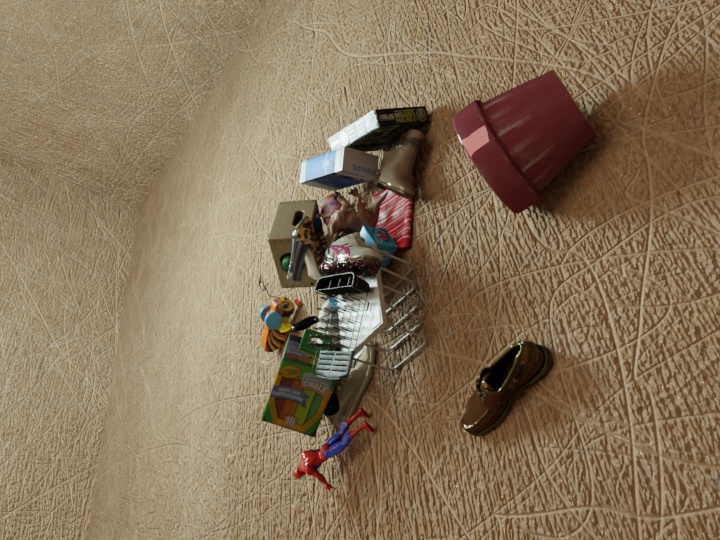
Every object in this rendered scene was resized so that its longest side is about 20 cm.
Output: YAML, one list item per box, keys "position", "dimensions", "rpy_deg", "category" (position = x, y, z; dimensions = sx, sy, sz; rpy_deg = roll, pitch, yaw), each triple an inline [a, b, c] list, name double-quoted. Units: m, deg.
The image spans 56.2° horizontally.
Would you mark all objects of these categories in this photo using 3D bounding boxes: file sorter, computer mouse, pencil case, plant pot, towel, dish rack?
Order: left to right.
- position: [-0.058, 0.104, 1.480]
  dimensions: [0.059, 0.198, 0.034]
  rpy_deg: [-159, 52, -73]
  category: "computer mouse"
- position: [-0.050, 0.110, 1.318]
  dimensions: [0.153, 0.054, 0.202]
  rpy_deg: [-11, 63, 59]
  category: "dish rack"
- position: [-0.047, -0.111, 1.673]
  dimensions: [0.088, 0.087, 0.201]
  rpy_deg: [-53, 33, 25]
  category: "pencil case"
- position: [0.041, 0.078, 1.365]
  dimensions: [0.139, 0.124, 0.201]
  rpy_deg: [-45, 37, 36]
  category: "file sorter"
- position: [0.069, -0.115, 1.546]
  dimensions: [0.144, 0.022, 0.202]
  rpy_deg: [-28, 49, 48]
  category: "towel"
- position: [0.280, -0.225, 1.122]
  dimensions: [0.178, 0.200, 0.201]
  rpy_deg: [-34, 42, 22]
  category: "plant pot"

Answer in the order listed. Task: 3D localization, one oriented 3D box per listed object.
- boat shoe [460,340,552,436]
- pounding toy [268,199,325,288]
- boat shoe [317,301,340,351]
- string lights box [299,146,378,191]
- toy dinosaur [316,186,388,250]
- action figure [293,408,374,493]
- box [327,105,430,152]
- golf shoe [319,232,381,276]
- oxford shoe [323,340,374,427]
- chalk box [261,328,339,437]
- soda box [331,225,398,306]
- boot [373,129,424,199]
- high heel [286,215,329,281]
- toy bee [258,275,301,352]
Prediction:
- position: [0.213, 0.183, 1.074]
  dimensions: [0.201, 0.067, 0.072]
  rpy_deg: [-55, 34, 24]
  category: "boat shoe"
- position: [-0.134, -0.043, 1.678]
  dimensions: [0.201, 0.140, 0.185]
  rpy_deg: [-83, -14, -50]
  category: "pounding toy"
- position: [-0.064, 0.161, 1.546]
  dimensions: [0.068, 0.072, 0.202]
  rpy_deg: [1, 70, 43]
  category: "boat shoe"
- position: [-0.054, -0.242, 1.634]
  dimensions: [0.199, 0.102, 0.060]
  rpy_deg: [-5, 78, 55]
  category: "string lights box"
- position: [-0.016, -0.105, 1.545]
  dimensions: [0.137, 0.198, 0.086]
  rpy_deg: [63, 163, 18]
  category: "toy dinosaur"
- position: [-0.046, 0.380, 1.393]
  dimensions: [0.199, 0.099, 0.065]
  rpy_deg: [-37, 34, 9]
  category: "action figure"
- position: [0.041, -0.328, 1.587]
  dimensions: [0.199, 0.159, 0.045]
  rpy_deg: [-17, 86, 54]
  category: "box"
- position: [-0.018, -0.037, 1.338]
  dimensions: [0.199, 0.072, 0.093]
  rpy_deg: [0, 70, 60]
  category: "golf shoe"
- position: [-0.024, 0.237, 1.441]
  dimensions: [0.075, 0.057, 0.202]
  rpy_deg: [21, 88, 62]
  category: "oxford shoe"
- position: [-0.118, 0.225, 1.437]
  dimensions: [0.124, 0.124, 0.202]
  rpy_deg: [-86, 14, -72]
  category: "chalk box"
- position: [0.000, 0.000, 1.506]
  dimensions: [0.201, 0.067, 0.064]
  rpy_deg: [-60, 44, 29]
  category: "soda box"
- position: [0.098, -0.242, 1.505]
  dimensions: [0.147, 0.070, 0.200]
  rpy_deg: [-59, 28, 2]
  category: "boot"
- position: [-0.089, -0.047, 1.538]
  dimensions: [0.071, 0.199, 0.144]
  rpy_deg: [15, 98, 30]
  category: "high heel"
- position: [-0.210, 0.118, 1.797]
  dimensions: [0.131, 0.108, 0.202]
  rpy_deg: [-120, 33, -45]
  category: "toy bee"
